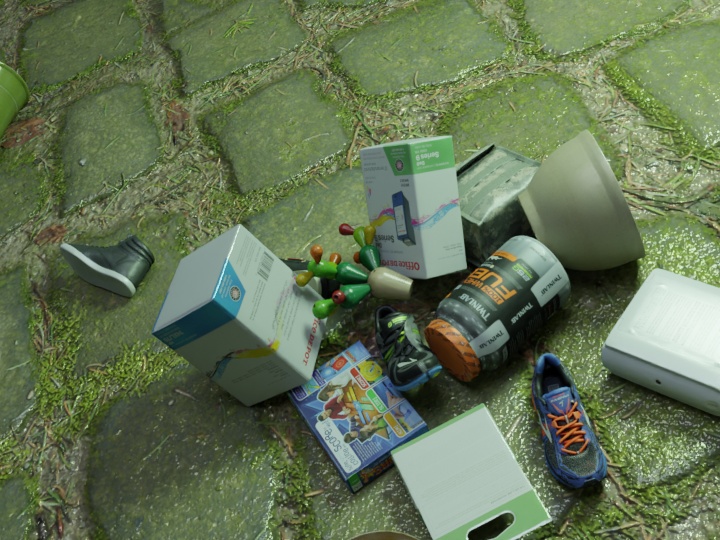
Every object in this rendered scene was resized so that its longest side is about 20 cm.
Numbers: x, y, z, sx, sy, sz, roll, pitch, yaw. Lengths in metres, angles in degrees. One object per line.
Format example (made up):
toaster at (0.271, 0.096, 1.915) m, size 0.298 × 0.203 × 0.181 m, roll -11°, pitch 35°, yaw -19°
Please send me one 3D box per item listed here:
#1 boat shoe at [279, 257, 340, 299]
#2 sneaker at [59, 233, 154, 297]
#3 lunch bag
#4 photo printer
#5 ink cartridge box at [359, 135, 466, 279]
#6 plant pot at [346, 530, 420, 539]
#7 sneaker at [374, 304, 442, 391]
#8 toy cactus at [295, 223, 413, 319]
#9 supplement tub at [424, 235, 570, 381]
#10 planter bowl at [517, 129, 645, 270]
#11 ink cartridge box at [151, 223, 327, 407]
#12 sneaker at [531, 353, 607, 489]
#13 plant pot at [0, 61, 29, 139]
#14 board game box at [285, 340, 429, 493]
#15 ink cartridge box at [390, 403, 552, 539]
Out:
boat shoe at (-0.118, 0.017, 1.573) m, size 0.199 × 0.075 × 0.062 m, roll 8°, pitch 13°, yaw 41°
sneaker at (-0.454, -0.025, 1.750) m, size 0.197 × 0.071 × 0.100 m, roll 21°, pitch 55°, yaw 30°
lunch bag at (0.188, -0.116, 1.535) m, size 0.163 × 0.119 × 0.199 m, roll -36°, pitch 40°, yaw -19°
photo printer at (0.439, 0.094, 1.254) m, size 0.198 × 0.070 × 0.167 m, roll 21°, pitch 57°, yaw 36°
ink cartridge box at (0.080, -0.095, 1.464) m, size 0.086 × 0.204 × 0.144 m, roll -14°, pitch 11°, yaw -29°
plant pot at (0.019, 0.409, 1.149) m, size 0.196 × 0.028 × 0.202 m, roll -12°, pitch 43°, yaw 11°
sneaker at (0.056, 0.105, 1.357) m, size 0.070 × 0.084 × 0.200 m, roll -24°, pitch 23°, yaw -6°
toy cactus at (0.000, 0.000, 1.432) m, size 0.162 × 0.104 × 0.201 m, roll 14°, pitch 33°, yaw 13°
supplement tub at (0.191, 0.055, 1.357) m, size 0.199 × 0.124 × 0.122 m, roll -40°, pitch 46°, yaw -19°
planter bowl at (0.310, -0.084, 1.402) m, size 0.133 × 0.201 × 0.202 m, roll -24°, pitch 42°, yaw 10°
ink cartridge box at (-0.169, 0.071, 1.407) m, size 0.145 × 0.200 × 0.148 m, roll -26°, pitch 35°, yaw 36°
sneaker at (0.256, 0.190, 1.229) m, size 0.074 × 0.079 × 0.202 m, roll -20°, pitch 43°, yaw 3°
plant pot at (-0.873, -0.349, 2.178) m, size 0.196 × 0.201 × 0.193 m, roll -4°, pitch 58°, yaw 18°
board game box at (-0.007, 0.201, 1.358) m, size 0.134 × 0.035 × 0.200 m, roll -31°, pitch 43°, yaw -10°
ink cartridge box at (0.138, 0.278, 1.213) m, size 0.143 × 0.048 × 0.201 m, roll -26°, pitch 43°, yaw -3°
